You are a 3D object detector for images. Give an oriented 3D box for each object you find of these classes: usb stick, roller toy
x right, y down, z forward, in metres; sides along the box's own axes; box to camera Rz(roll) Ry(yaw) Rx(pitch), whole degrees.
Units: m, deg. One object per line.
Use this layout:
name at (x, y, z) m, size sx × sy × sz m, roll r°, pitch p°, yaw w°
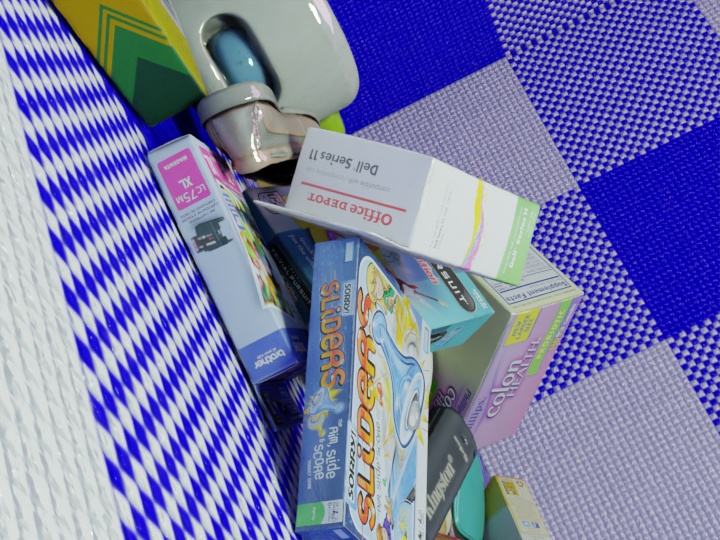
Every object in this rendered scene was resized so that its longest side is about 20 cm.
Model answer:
usb stick at (0.043, 0.167, 1.083) m, size 0.056 × 0.033 × 0.200 m, roll 53°, pitch 31°, yaw -9°
roller toy at (-0.101, -0.189, 1.209) m, size 0.201 × 0.139 × 0.183 m, roll 57°, pitch -6°, yaw 24°

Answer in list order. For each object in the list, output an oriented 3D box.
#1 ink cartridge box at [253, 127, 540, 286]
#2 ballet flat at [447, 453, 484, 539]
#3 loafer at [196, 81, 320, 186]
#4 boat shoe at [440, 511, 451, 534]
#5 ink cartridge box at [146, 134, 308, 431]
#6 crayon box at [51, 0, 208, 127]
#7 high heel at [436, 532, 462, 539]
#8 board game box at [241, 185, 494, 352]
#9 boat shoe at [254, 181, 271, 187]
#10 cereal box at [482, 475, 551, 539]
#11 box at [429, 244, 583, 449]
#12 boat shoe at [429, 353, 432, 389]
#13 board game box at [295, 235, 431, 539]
ink cartridge box at (0.029, -0.048, 1.048) m, size 0.117 × 0.068 × 0.200 m, roll 17°, pitch 0°, yaw 35°
ballet flat at (0.077, 0.245, 1.267) m, size 0.068 × 0.075 × 0.201 m, roll 45°, pitch 29°, yaw -47°
loafer at (-0.068, -0.086, 1.084) m, size 0.200 × 0.071 × 0.063 m, roll 21°, pitch 48°, yaw -77°
boat shoe at (0.016, 0.147, 1.197) m, size 0.201 × 0.071 × 0.076 m, roll 60°, pitch 21°, yaw -7°
ink cartridge box at (-0.077, 0.010, 1.007) m, size 0.119 × 0.042 × 0.201 m, roll 31°, pitch 36°, yaw -82°
crayon box at (-0.173, -0.199, 0.958) m, size 0.200 × 0.051 × 0.127 m, roll 59°, pitch 6°, yaw -60°
high heel at (0.058, 0.203, 1.138) m, size 0.068 × 0.096 × 0.200 m, roll -111°, pitch 174°, yaw -46°
board game box at (0.000, 0.000, 1.151) m, size 0.151 × 0.047 × 0.199 m, roll 54°, pitch 32°, yaw 16°
boat shoe at (-0.100, -0.154, 1.409) m, size 0.069 × 0.071 × 0.201 m, roll 32°, pitch -35°, yaw 42°
cereal box at (0.128, 0.298, 1.272) m, size 0.039 × 0.144 × 0.200 m, roll 13°, pitch 30°, yaw -23°
box at (0.080, 0.035, 1.359) m, size 0.200 × 0.096 × 0.177 m, roll 46°, pitch -48°, yaw 32°
boat shoe at (0.024, 0.103, 1.287) m, size 0.069 × 0.070 × 0.202 m, roll 11°, pitch 70°, yaw -69°
board game box at (0.005, 0.098, 0.963) m, size 0.135 × 0.034 × 0.201 m, roll 50°, pitch 36°, yaw -52°
